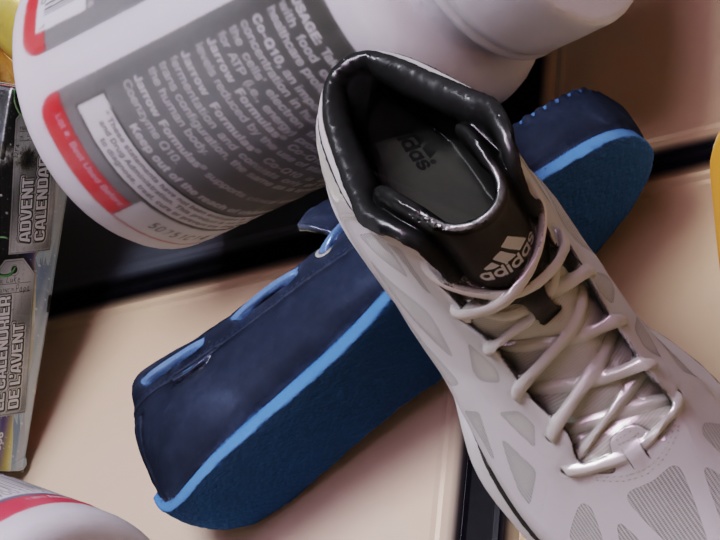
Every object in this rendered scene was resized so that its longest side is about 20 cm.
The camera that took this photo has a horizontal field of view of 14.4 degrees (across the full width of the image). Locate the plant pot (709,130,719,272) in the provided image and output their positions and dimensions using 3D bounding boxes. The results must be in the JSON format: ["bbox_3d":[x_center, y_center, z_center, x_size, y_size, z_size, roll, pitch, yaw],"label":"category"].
[{"bbox_3d":[0.192,0.049,0.693,0.199,0.200,0.185,-13,69,28],"label":"plant pot"}]

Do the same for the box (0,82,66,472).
[{"bbox_3d":[-0.193,-0.012,1.066,0.199,0.040,0.138,12,95,41],"label":"box"}]

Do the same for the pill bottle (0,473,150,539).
[{"bbox_3d":[-0.163,0.115,0.938,0.199,0.120,0.120,13,68,41],"label":"pill bottle"}]

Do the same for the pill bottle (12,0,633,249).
[{"bbox_3d":[-0.011,-0.090,0.951,0.199,0.114,0.115,-22,48,36],"label":"pill bottle"}]

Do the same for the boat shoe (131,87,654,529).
[{"bbox_3d":[0.000,0.000,0.924,0.200,0.084,0.069,-36,57,7],"label":"boat shoe"}]

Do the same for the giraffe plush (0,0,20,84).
[{"bbox_3d":[-0.163,-0.162,1.099,0.173,0.162,0.200,-48,46,-2],"label":"giraffe plush"}]

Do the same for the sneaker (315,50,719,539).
[{"bbox_3d":[0.046,0.022,0.807,0.076,0.115,0.201,-38,78,4],"label":"sneaker"}]
